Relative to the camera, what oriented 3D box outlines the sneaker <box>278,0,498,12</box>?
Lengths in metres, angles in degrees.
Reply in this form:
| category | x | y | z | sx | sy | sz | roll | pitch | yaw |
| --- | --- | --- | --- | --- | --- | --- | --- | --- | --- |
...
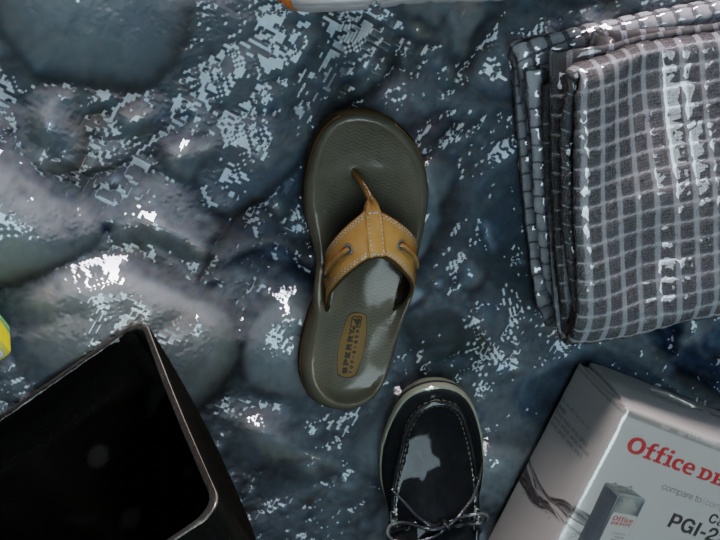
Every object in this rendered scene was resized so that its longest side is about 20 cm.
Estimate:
| category | x | y | z | sx | sy | sz | roll | pitch | yaw |
| --- | --- | --- | --- | --- | --- | --- | --- | --- | --- |
| sneaker | 0.045 | -0.212 | 0.819 | 0.200 | 0.078 | 0.112 | -8 | 111 | -11 |

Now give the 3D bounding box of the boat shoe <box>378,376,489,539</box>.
| category | x | y | z | sx | sy | sz | roll | pitch | yaw |
| --- | --- | --- | --- | --- | --- | --- | --- | --- | --- |
| boat shoe | 0.049 | 0.169 | 0.962 | 0.075 | 0.062 | 0.200 | 0 | 107 | -12 |

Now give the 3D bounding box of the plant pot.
| category | x | y | z | sx | sy | sz | roll | pitch | yaw |
| --- | --- | --- | --- | --- | --- | --- | --- | --- | --- |
| plant pot | -0.145 | 0.191 | 0.858 | 0.200 | 0.200 | 0.177 | -34 | 124 | -1 |

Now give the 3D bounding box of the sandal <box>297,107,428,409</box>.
| category | x | y | z | sx | sy | sz | roll | pitch | yaw |
| --- | --- | --- | --- | --- | --- | --- | --- | --- | --- |
| sandal | 0.000 | 0.000 | 0.894 | 0.082 | 0.055 | 0.200 | 5 | 107 | -16 |

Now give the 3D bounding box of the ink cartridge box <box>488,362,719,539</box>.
| category | x | y | z | sx | sy | sz | roll | pitch | yaw |
| --- | --- | --- | --- | --- | --- | --- | --- | --- | --- |
| ink cartridge box | 0.180 | 0.183 | 0.988 | 0.146 | 0.085 | 0.200 | 21 | 101 | -20 |

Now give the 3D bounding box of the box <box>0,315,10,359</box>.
| category | x | y | z | sx | sy | sz | roll | pitch | yaw |
| --- | --- | --- | --- | --- | --- | --- | --- | --- | --- |
| box | -0.308 | 0.000 | 0.821 | 0.117 | 0.048 | 0.200 | -35 | 116 | 0 |

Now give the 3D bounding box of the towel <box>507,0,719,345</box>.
| category | x | y | z | sx | sy | sz | roll | pitch | yaw |
| --- | --- | --- | --- | --- | --- | --- | --- | --- | --- |
| towel | 0.190 | -0.061 | 0.905 | 0.165 | 0.086 | 0.200 | -11 | 111 | -11 |
